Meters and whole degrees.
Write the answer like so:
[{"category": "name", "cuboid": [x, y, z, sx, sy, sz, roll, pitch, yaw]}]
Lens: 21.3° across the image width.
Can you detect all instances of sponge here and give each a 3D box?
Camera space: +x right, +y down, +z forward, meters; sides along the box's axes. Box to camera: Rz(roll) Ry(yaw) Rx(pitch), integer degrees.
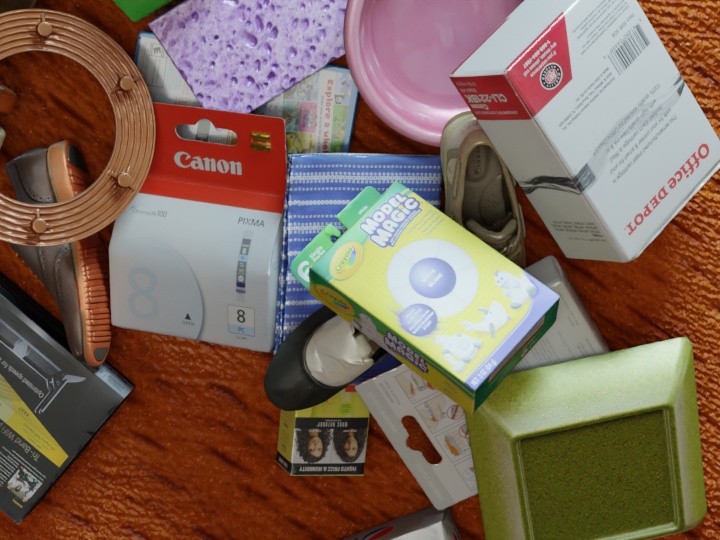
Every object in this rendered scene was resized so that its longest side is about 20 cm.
[{"category": "sponge", "cuboid": [-0.069, -0.216, 1.635, 0.200, 0.030, 0.112, -31, 103, 1]}]

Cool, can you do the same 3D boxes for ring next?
[{"category": "ring", "cuboid": [-0.268, -0.120, 1.604, 0.200, 0.019, 0.201, 0, 90, -20]}]

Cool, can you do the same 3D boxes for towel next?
[{"category": "towel", "cuboid": [0.000, 0.000, 1.634, 0.145, 0.024, 0.200, -1, 100, -21]}]

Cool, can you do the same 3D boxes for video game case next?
[{"category": "video game case", "cuboid": [-0.108, -0.123, 1.683, 0.200, 0.018, 0.143, 11, 99, 4]}]

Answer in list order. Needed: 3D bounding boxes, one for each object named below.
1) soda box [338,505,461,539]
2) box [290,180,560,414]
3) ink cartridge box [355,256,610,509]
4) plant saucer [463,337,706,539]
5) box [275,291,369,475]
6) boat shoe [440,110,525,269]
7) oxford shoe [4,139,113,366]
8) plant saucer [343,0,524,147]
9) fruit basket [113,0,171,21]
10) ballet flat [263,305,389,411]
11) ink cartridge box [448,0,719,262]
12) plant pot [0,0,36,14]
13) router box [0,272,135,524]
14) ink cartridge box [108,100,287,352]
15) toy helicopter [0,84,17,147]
[{"category": "soda box", "cuboid": [-0.004, 0.277, 1.711, 0.200, 0.063, 0.068, -21, 97, 8]}, {"category": "box", "cuboid": [0.049, 0.012, 1.555, 0.200, 0.048, 0.117, 35, 65, 20]}, {"category": "ink cartridge box", "cuboid": [0.117, 0.100, 1.647, 0.200, 0.047, 0.160, -27, 119, 10]}, {"category": "plant saucer", "cuboid": [0.199, 0.169, 1.634, 0.200, 0.048, 0.200, -12, 121, -1]}, {"category": "box", "cuboid": [-0.027, 0.078, 1.679, 0.075, 0.050, 0.200, 3, 99, -20]}, {"category": "boat shoe", "cuboid": [0.107, -0.034, 1.628, 0.072, 0.065, 0.200, -10, 119, -4]}, {"category": "oxford shoe", "cuboid": [-0.266, -0.010, 1.691, 0.073, 0.071, 0.200, -12, 84, 12]}, {"category": "plant saucer", "cuboid": [0.082, -0.205, 1.614, 0.200, 0.051, 0.201, -3, 109, -8]}, {"category": "fruit basket", "cuboid": [-0.167, -0.334, 1.585, 0.215, 0.156, 0.216, 5, 110, 15]}, {"category": "ballet flat", "cuboid": [0.005, 0.046, 1.598, 0.200, 0.068, 0.068, -38, 99, -14]}, {"category": "ink cartridge box", "cuboid": [0.189, -0.126, 1.564, 0.144, 0.084, 0.200, -45, 114, -22]}, {"category": "plant pot", "cuboid": [-0.399, -0.282, 1.606, 0.200, 0.187, 0.187, 38, 102, 27]}, {"category": "router box", "cuboid": [-0.329, 0.103, 1.721, 0.200, 0.052, 0.157, 41, 101, -2]}, {"category": "ink cartridge box", "cuboid": [-0.140, -0.038, 1.645, 0.160, 0.047, 0.200, 9, 112, 24]}, {"category": "toy helicopter", "cuboid": [-0.403, -0.149, 1.649, 0.200, 0.132, 0.079, 25, 101, 1]}]
